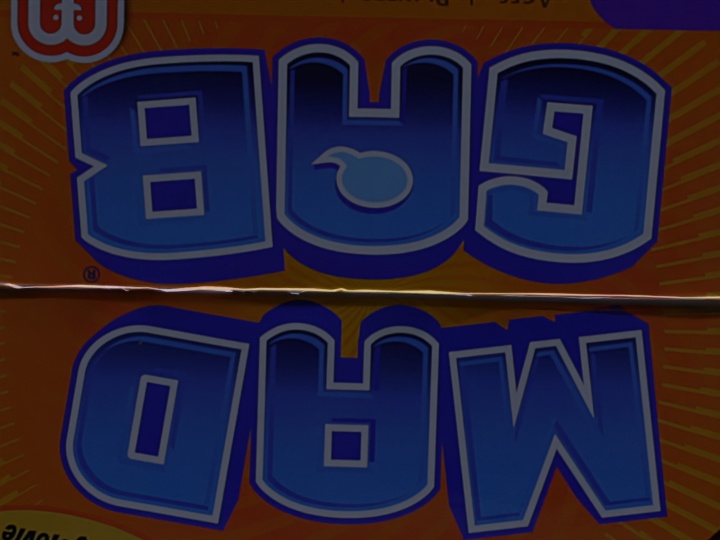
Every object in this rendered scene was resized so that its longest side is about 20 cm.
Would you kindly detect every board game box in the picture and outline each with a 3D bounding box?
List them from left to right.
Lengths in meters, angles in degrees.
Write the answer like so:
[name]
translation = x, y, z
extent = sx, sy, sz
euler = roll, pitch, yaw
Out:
[board game box]
translation = 0.000, 0.000, 0.730
extent = 0.199, 0.201, 0.200
euler = 1, -176, -1
